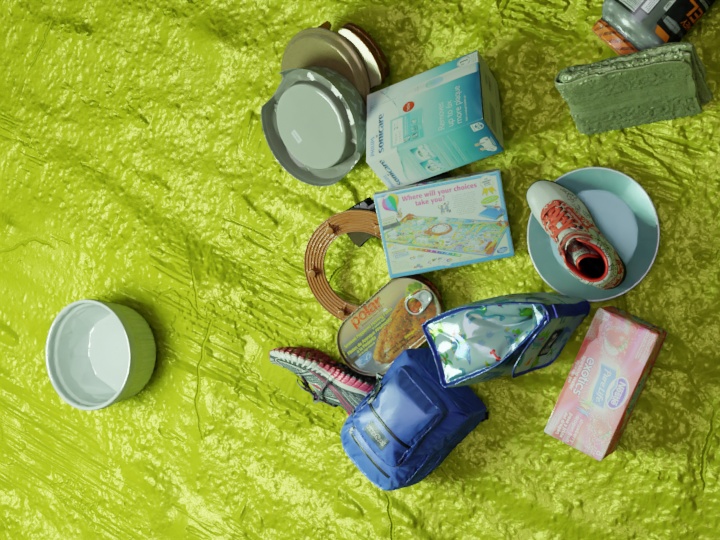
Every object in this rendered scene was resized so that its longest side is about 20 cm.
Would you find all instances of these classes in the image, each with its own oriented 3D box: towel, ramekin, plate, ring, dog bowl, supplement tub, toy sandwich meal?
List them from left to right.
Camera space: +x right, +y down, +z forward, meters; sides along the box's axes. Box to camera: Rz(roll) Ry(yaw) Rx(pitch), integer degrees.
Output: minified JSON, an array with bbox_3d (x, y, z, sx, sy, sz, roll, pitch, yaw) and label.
[{"bbox_3d":[-0.470,0.153,1.839,0.198,0.105,0.202,-1,89,26],"label":"ramekin"},{"bbox_3d":[-0.070,-0.241,1.635,0.199,0.059,0.202,20,125,30],"label":"dog bowl"},{"bbox_3d":[-0.046,-0.321,1.660,0.204,0.070,0.207,20,126,30],"label":"toy sandwich meal"},{"bbox_3d":[0.000,0.000,1.623,0.198,0.019,0.202,6,112,15],"label":"ring"},{"bbox_3d":[0.348,-0.054,1.494,0.198,0.026,0.202,0,89,25],"label":"plate"},{"bbox_3d":[0.389,-0.257,1.419,0.198,0.148,0.037,-11,58,25],"label":"towel"},{"bbox_3d":[0.428,-0.389,1.408,0.123,0.122,0.200,46,108,19],"label":"supplement tub"}]

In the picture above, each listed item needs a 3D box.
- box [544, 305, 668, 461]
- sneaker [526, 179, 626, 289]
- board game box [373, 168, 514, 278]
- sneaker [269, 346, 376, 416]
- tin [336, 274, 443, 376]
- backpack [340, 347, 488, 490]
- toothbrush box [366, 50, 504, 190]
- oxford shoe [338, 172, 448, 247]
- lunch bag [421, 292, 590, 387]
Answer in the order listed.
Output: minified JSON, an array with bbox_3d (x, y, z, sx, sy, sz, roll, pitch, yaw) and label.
[{"bbox_3d":[0.356,0.160,1.443,0.094,0.102,0.202,26,99,24],"label":"box"},{"bbox_3d":[0.303,-0.058,1.442,0.067,0.108,0.202,-42,72,19],"label":"sneaker"},{"bbox_3d":[0.130,-0.072,1.547,0.198,0.034,0.136,-10,101,9],"label":"board game box"},{"bbox_3d":[-0.070,0.181,1.660,0.199,0.080,0.075,23,101,24],"label":"sneaker"},{"bbox_3d":[0.048,0.086,1.607,0.200,0.042,0.112,-41,96,25],"label":"tin"},{"bbox_3d":[0.062,0.237,1.551,0.200,0.167,0.163,-51,63,20],"label":"backpack"},{"bbox_3d":[0.112,-0.230,1.545,0.199,0.085,0.148,-18,51,26],"label":"toothbrush box"},{"bbox_3d":[0.065,-0.098,1.615,0.199,0.073,0.085,-27,94,25],"label":"oxford shoe"},{"bbox_3d":[0.222,0.090,1.460,0.199,0.170,0.128,-27,78,31],"label":"lunch bag"}]
